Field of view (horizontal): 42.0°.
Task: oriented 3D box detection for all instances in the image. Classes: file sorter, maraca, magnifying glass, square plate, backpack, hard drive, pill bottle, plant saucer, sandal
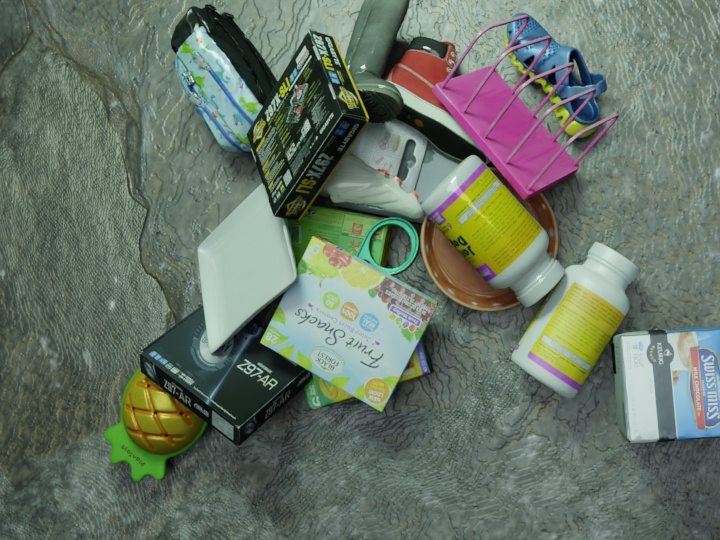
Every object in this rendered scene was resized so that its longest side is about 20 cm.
[{"bbox_3d":[0.227,-0.227,1.263,0.201,0.138,0.126,52,136,13],"label":"file sorter"},{"bbox_3d":[-0.302,0.221,1.404,0.136,0.107,0.201,36,97,8],"label":"maraca"},{"bbox_3d":[0.000,0.000,1.353,0.199,0.022,0.080,-38,80,8],"label":"magnifying glass"},{"bbox_3d":[-0.162,-0.010,1.355,0.199,0.028,0.200,-40,47,30],"label":"square plate"},{"bbox_3d":[-0.192,-0.278,1.414,0.199,0.163,0.154,41,102,6],"label":"backpack"},{"bbox_3d":[0.071,-0.145,1.395,0.197,0.033,0.142,12,87,13],"label":"hard drive"},{"bbox_3d":[0.299,0.066,1.286,0.103,0.104,0.202,33,92,13],"label":"pill bottle"},{"bbox_3d":[0.182,-0.044,1.340,0.196,0.032,0.204,0,91,-3],"label":"plant saucer"},{"bbox_3d":[0.182,-0.049,1.264,0.104,0.104,0.200,-43,92,5],"label":"pill bottle"},{"bbox_3d":[0.283,-0.291,1.327,0.079,0.087,0.201,-34,81,-27],"label":"sandal"}]

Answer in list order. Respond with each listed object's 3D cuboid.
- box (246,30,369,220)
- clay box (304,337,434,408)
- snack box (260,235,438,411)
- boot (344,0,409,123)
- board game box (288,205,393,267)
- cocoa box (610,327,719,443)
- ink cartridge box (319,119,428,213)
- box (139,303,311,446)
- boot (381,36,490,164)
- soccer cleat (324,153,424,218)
[{"bbox_3d":[-0.077,-0.194,1.274,0.201,0.049,0.161,-51,45,37],"label":"box"},{"bbox_3d":[-0.003,0.124,1.377,0.197,0.048,0.117,-19,81,9],"label":"clay box"},{"bbox_3d":[-0.014,0.073,1.313,0.198,0.068,0.171,29,96,6],"label":"snack box"},{"bbox_3d":[0.028,-0.304,1.306,0.180,0.073,0.202,9,63,49],"label":"boot"},{"bbox_3d":[-0.056,-0.041,1.405,0.196,0.048,0.104,11,88,13],"label":"board game box"},{"bbox_3d":[0.398,0.144,1.207,0.129,0.200,0.136,-4,84,11],"label":"cocoa box"},{"bbox_3d":[-0.007,-0.183,1.386,0.197,0.057,0.165,17,88,-7],"label":"ink cartridge box"},{"bbox_3d":[-0.194,0.140,1.355,0.199,0.044,0.160,32,47,23],"label":"box"},{"bbox_3d":[0.134,-0.252,1.348,0.199,0.073,0.145,35,68,7],"label":"boot"},{"bbox_3d":[0.000,-0.119,1.332,0.198,0.069,0.078,32,92,5],"label":"soccer cleat"}]
